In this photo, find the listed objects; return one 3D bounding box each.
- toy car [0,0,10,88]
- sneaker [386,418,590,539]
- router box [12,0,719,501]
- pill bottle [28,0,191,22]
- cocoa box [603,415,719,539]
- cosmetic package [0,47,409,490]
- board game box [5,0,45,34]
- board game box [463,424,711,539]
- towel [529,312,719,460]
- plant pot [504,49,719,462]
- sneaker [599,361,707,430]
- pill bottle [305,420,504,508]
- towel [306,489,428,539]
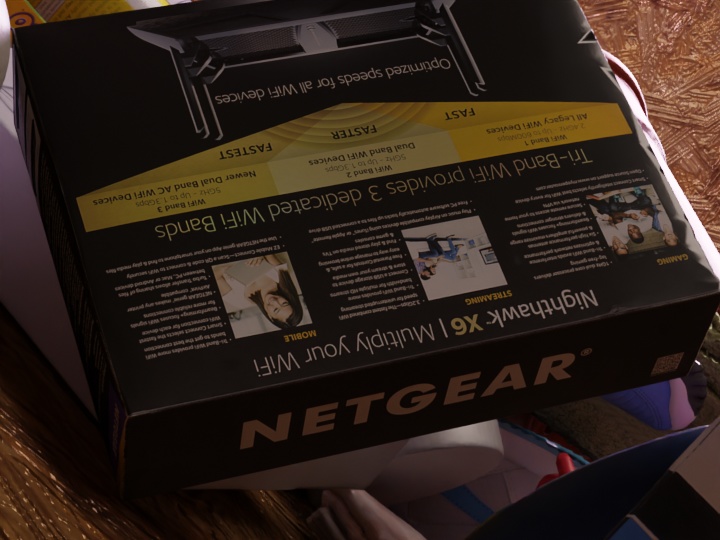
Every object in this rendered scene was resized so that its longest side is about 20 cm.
[{"bbox_3d":[-0.177,-0.146,0.620,0.200,0.150,0.175,48,4,40],"label":"toy car"},{"bbox_3d":[0.024,0.095,0.987,0.199,0.081,0.076,26,0,14],"label":"sneaker"},{"bbox_3d":[-0.002,-0.022,0.652,0.052,0.198,0.158,102,-27,-53],"label":"router box"},{"bbox_3d":[-0.152,-0.143,1.339,0.200,0.111,0.111,46,3,4],"label":"pill bottle"},{"bbox_3d":[0.163,0.165,0.724,0.133,0.131,0.200,45,2,35],"label":"cocoa box"},{"bbox_3d":[-0.081,-0.003,0.745,0.200,0.052,0.150,47,18,24],"label":"cosmetic package"},{"bbox_3d":[-0.171,-0.101,0.990,0.200,0.030,0.096,45,-23,27],"label":"board game box"},{"bbox_3d":[0.120,0.093,0.796,0.200,0.157,0.039,34,35,-52],"label":"board game box"},{"bbox_3d":[0.119,0.048,0.918,0.200,0.036,0.149,39,-26,22],"label":"towel"},{"bbox_3d":[0.117,0.009,1.107,0.201,0.200,0.196,42,14,-47],"label":"plant pot"},{"bbox_3d":[0.050,0.011,0.770,0.199,0.077,0.076,33,-1,-17],"label":"sneaker"},{"bbox_3d":[0.000,0.000,0.900,0.110,0.109,0.202,39,35,-66],"label":"pill bottle"},{"bbox_3d":[0.074,0.186,0.808,0.191,0.032,0.200,42,5,-43],"label":"towel"}]
